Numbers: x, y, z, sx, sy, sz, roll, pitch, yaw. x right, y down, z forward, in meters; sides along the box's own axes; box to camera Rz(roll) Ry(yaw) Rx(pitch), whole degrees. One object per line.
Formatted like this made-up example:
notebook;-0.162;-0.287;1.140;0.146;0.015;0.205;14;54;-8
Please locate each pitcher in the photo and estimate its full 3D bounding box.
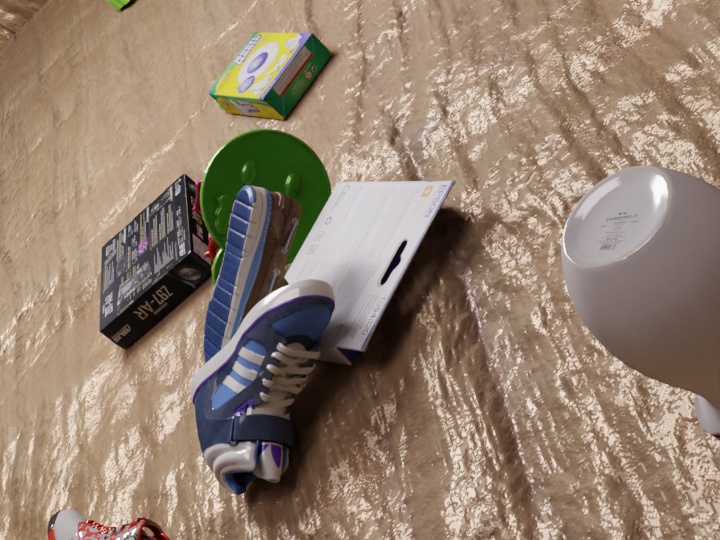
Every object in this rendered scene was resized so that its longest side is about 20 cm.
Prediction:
pitcher;0.235;0.022;0.871;0.171;0.200;0.122;-9;48;47

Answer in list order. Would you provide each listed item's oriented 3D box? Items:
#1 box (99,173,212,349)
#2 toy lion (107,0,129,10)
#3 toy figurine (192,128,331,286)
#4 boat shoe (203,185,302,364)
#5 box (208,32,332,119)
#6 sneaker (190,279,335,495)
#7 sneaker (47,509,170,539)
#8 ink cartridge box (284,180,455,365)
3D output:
box;-0.261;-0.015;1.745;0.160;0.043;0.200;-40;30;15
toy lion;-0.406;-0.591;2.621;0.191;0.069;0.201;-18;40;54
toy figurine;-0.136;-0.056;1.580;0.184;0.149;0.201;-177;99;-71
boat shoe;-0.103;0.020;1.371;0.072;0.072;0.201;37;114;62
box;-0.130;-0.267;1.867;0.118;0.048;0.200;-55;28;-12
sneaker;-0.076;0.121;1.281;0.200;0.080;0.147;-42;52;27
sneaker;-0.240;0.275;1.351;0.108;0.067;0.201;-45;33;4
ink cartridge box;0.000;0.000;1.375;0.199;0.043;0.197;5;61;53
